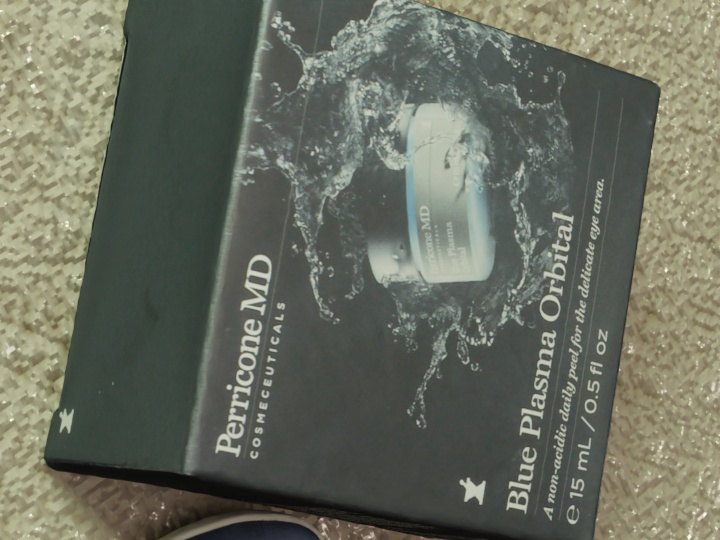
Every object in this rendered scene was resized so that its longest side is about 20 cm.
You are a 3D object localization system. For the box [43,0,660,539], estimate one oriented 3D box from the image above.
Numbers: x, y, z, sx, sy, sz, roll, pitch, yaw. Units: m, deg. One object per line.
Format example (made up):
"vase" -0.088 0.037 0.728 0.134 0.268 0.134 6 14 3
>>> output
"box" 0.000 0.000 0.913 0.199 0.117 0.198 14 81 -33

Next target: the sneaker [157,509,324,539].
"sneaker" -0.078 0.158 0.867 0.199 0.084 0.075 -27 116 -31
